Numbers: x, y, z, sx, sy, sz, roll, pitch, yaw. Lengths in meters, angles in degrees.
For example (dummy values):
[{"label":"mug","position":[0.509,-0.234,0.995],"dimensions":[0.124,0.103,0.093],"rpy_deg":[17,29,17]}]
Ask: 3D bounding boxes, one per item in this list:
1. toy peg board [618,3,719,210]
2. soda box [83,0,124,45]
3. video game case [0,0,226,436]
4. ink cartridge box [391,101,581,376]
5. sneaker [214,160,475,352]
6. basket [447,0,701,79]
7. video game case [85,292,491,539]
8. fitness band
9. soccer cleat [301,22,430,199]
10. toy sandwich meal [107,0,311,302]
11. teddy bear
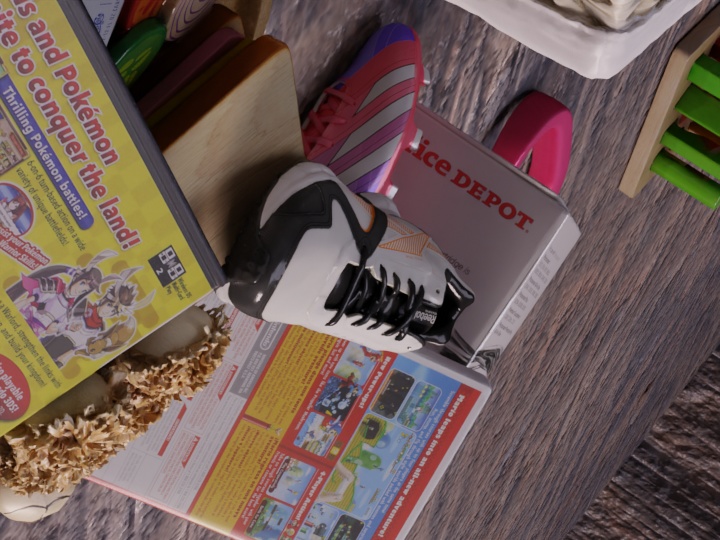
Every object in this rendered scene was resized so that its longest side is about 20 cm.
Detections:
[{"label":"toy peg board","position":[0.378,-0.175,1.666],"dimensions":[0.199,0.097,0.201],"rpy_deg":[-42,158,-36]},{"label":"soda box","position":[-0.141,-0.059,0.559],"dimensions":[0.068,0.063,0.201],"rpy_deg":[-21,142,-58]},{"label":"video game case","position":[-0.151,-0.012,0.509],"dimensions":[0.180,0.026,0.201],"rpy_deg":[-34,140,-10]},{"label":"ink cartridge box","position":[0.017,0.013,0.967],"dimensions":[0.201,0.145,0.084],"rpy_deg":[-55,163,0]},{"label":"sneaker","position":[0.000,0.000,0.778],"dimensions":[0.074,0.080,0.200],"rpy_deg":[-57,161,14]},{"label":"basket","position":[0.082,-0.219,0.652],"dimensions":[0.200,0.197,0.162],"rpy_deg":[-43,154,-34]},{"label":"video game case","position":[-0.047,0.080,0.875],"dimensions":[0.144,0.199,0.017],"rpy_deg":[-60,-163,15]},{"label":"fitness band","position":[0.118,-0.058,1.289],"dimensions":[0.144,0.037,0.200],"rpy_deg":[-51,163,-16]},{"label":"soccer cleat","position":[-0.023,-0.049,0.899],"dimensions":[0.202,0.076,0.067],"rpy_deg":[-69,-161,-1]},{"label":"toy sandwich meal","position":[-0.081,-0.065,0.693],"dimensions":[0.205,0.070,0.206],"rpy_deg":[-48,161,-23]},{"label":"teddy bear","position":[-0.123,0.065,0.674],"dimensions":[0.199,0.067,0.145],"rpy_deg":[-30,-170,39]}]
